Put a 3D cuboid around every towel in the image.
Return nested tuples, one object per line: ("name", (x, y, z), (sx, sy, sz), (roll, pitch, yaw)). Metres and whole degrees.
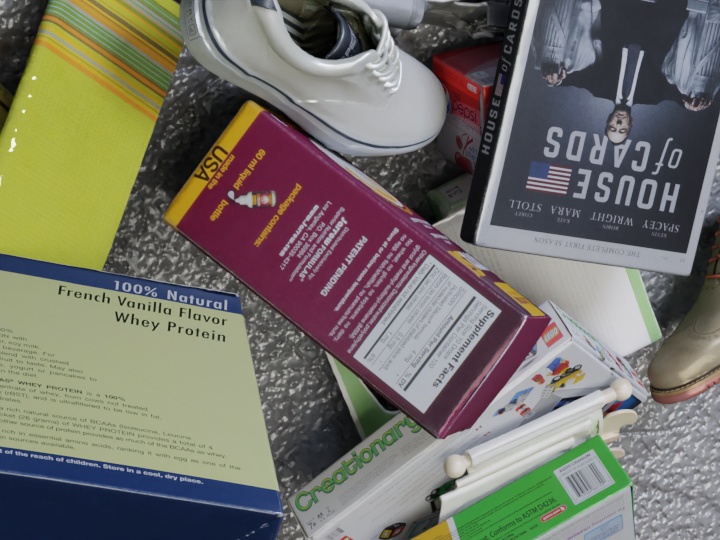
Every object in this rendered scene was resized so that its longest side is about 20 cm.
("towel", (-0.155, -0.079, 1.528), (0.086, 0.018, 0.201), (34, 59, -29))

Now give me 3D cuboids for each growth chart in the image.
("growth chart", (0.095, 0.143, 1.712), (0.144, 0.018, 0.201), (-19, 149, -23))

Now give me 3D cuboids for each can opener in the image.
("can opener", (0.015, -0.170, 1.615), (0.199, 0.053, 0.067), (8, 79, -24))

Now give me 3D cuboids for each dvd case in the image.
("dvd case", (0.145, -0.104, 1.607), (0.149, 0.025, 0.202), (7, 100, -26))

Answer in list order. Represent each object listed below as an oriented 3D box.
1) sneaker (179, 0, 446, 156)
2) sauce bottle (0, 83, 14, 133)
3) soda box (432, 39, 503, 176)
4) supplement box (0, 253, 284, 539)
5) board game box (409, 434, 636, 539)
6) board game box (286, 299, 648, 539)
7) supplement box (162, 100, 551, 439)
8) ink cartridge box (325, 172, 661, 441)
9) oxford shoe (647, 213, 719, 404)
("sneaker", (-0.010, -0.114, 1.553), (0.199, 0.070, 0.074), (18, 66, -46))
("sauce bottle", (-0.225, -0.087, 1.538), (0.065, 0.065, 0.200), (-43, 117, -1))
("soda box", (0.145, -0.108, 1.661), (0.199, 0.070, 0.064), (-14, 115, -22))
("supplement box", (-0.159, 0.103, 1.420), (0.198, 0.200, 0.135), (10, 119, -16))
("board game box", (0.098, 0.197, 1.734), (0.152, 0.040, 0.200), (-28, 150, -10))
("board game box", (0.066, 0.106, 1.685), (0.200, 0.035, 0.126), (-38, 149, 10))
("supplement box", (0.000, 0.000, 1.578), (0.200, 0.110, 0.086), (38, 95, 9))
("ink cartridge box", (0.070, 0.019, 1.706), (0.199, 0.048, 0.146), (-26, 117, -6))
("oxford shoe", (0.233, -0.003, 1.740), (0.200, 0.070, 0.075), (-49, 114, -22))
